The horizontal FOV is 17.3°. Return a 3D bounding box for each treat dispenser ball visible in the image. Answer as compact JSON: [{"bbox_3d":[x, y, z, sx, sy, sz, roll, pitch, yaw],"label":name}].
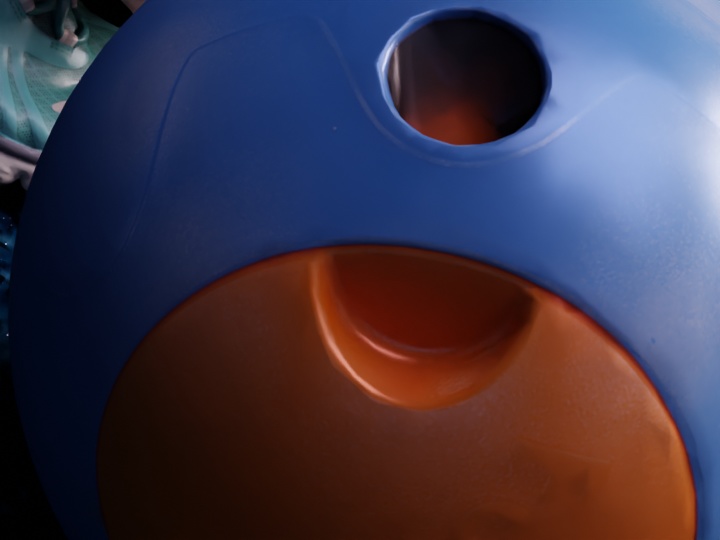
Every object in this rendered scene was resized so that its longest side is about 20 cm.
[{"bbox_3d":[0.018,0.011,0.560,0.201,0.201,0.201,32,25,-17],"label":"treat dispenser ball"}]

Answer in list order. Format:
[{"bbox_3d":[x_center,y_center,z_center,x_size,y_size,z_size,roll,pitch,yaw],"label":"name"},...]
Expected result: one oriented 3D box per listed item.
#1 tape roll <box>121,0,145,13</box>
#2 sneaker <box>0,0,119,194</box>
[{"bbox_3d":[-0.012,-0.117,0.886,0.202,0.071,0.203,34,20,-14],"label":"tape roll"},{"bbox_3d":[-0.118,-0.088,0.683,0.200,0.080,0.078,33,27,-19],"label":"sneaker"}]
